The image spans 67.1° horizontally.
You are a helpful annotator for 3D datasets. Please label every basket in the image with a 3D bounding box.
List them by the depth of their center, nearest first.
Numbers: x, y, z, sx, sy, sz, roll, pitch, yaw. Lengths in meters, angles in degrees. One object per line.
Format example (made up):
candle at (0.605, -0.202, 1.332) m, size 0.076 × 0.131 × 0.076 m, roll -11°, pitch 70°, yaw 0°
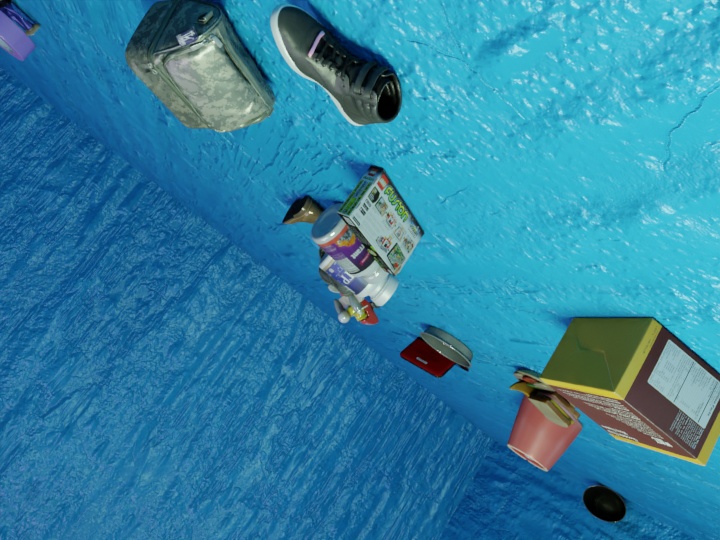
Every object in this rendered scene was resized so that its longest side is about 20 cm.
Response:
basket at (1.097, 1.051, 2.419) m, size 0.179 × 0.137 × 0.200 m, roll 19°, pitch 164°, yaw 38°

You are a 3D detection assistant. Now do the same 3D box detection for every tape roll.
tape roll at (-1.185, -0.793, 1.790) m, size 0.199 × 0.066 × 0.200 m, roll 34°, pitch 169°, yaw 8°

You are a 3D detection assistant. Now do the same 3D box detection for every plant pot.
plant pot at (0.568, 0.515, 1.712) m, size 0.199 × 0.178 × 0.201 m, roll 33°, pitch 167°, yaw 9°

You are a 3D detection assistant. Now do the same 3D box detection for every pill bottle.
pill bottle at (-0.015, -0.056, 1.294) m, size 0.200 × 0.112 × 0.111 m, roll 43°, pitch 166°, yaw -33°
pill bottle at (0.000, 0.000, 1.445) m, size 0.199 × 0.120 × 0.120 m, roll 37°, pitch 168°, yaw -9°

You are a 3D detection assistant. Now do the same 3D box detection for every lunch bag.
lunch bag at (-0.245, -0.326, 0.873) m, size 0.166 × 0.141 × 0.200 m, roll 10°, pitch 157°, yaw 27°

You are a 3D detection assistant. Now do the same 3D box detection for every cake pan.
cake pan at (0.288, 0.249, 1.795) m, size 0.199 × 0.037 × 0.200 m, roll 33°, pitch 167°, yaw 8°

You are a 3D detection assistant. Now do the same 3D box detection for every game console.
game console at (0.274, 0.342, 2.016) m, size 0.199 × 0.172 × 0.120 m, roll 23°, pitch 137°, yaw 42°

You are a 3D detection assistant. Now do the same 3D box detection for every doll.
doll at (-0.997, -0.745, 1.501) m, size 0.136 × 0.049 × 0.200 m, roll 23°, pitch 163°, yaw 42°

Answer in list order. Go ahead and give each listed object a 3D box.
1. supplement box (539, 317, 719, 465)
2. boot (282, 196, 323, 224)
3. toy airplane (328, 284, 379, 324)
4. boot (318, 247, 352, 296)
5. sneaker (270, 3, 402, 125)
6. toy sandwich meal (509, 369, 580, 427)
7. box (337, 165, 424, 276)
supplement box at (0.454, 0.191, 0.906) m, size 0.199 × 0.133 × 0.197 m, roll 38°, pitch 167°, yaw -9°
boot at (-0.153, -0.145, 1.449) m, size 0.075 × 0.074 × 0.200 m, roll 29°, pitch 169°, yaw -23°
toy airplane at (-0.041, 0.118, 1.938) m, size 0.198 × 0.142 × 0.201 m, roll 23°, pitch 156°, yaw 32°
boot at (-0.103, -0.011, 1.797) m, size 0.181 × 0.073 × 0.200 m, roll 34°, pitch 168°, yaw 34°
sneaker at (-0.019, -0.255, 0.674) m, size 0.099 × 0.071 × 0.200 m, roll 19°, pitch 165°, yaw 47°
toy sandwich meal at (0.509, 0.355, 1.521) m, size 0.204 × 0.071 × 0.205 m, roll 34°, pitch 168°, yaw 8°
box at (0.044, -0.088, 1.021) m, size 0.035 × 0.110 × 0.200 m, roll 24°, pitch 163°, yaw 41°
